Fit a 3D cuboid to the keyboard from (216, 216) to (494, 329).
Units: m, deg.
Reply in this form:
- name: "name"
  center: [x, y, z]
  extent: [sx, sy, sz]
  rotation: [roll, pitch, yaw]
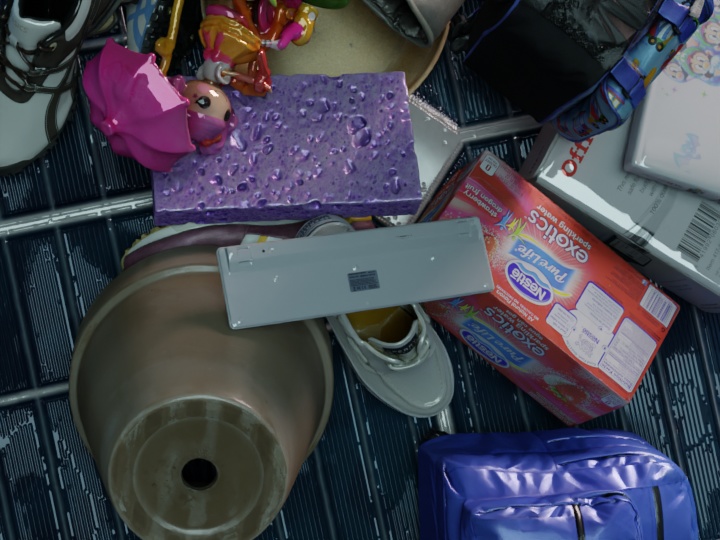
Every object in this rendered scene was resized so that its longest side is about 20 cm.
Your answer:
- name: "keyboard"
  center: [0.000, 0.000, 0.899]
  extent: [0.199, 0.011, 0.057]
  rotation: [-8, 85, -21]

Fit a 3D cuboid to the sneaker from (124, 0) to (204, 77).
- name: "sneaker"
  center: [-0.158, -0.244, 0.998]
  extent: [0.072, 0.072, 0.202]
  rotation: [8, 93, 24]

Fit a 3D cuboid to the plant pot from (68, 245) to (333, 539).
- name: "plant pot"
  center: [-0.110, 0.103, 0.902]
  extent: [0.198, 0.174, 0.201]
  rotation: [-2, 109, -6]

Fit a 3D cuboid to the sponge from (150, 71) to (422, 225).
- name: "sponge"
  center: [-0.059, -0.092, 0.966]
  extent: [0.198, 0.030, 0.112]
  rotation: [-3, 68, -9]

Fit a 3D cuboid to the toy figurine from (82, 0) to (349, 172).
- name: "toy figurine"
  center: [-0.114, -0.155, 0.910]
  extent: [0.200, 0.150, 0.185]
  rotation: [29, 82, -49]

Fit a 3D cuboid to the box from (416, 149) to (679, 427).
- name: "box"
  center: [0.130, 0.017, 0.998]
  extent: [0.200, 0.095, 0.100]
  rotation: [38, 63, -6]

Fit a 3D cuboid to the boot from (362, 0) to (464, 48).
- name: "boot"
  center: [0.101, -0.249, 1.001]
  extent: [0.181, 0.073, 0.200]
  rotation: [35, 62, -2]

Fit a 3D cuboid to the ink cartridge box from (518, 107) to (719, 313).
- name: "ink cartridge box"
  center: [0.243, -0.079, 1.035]
  extent: [0.199, 0.086, 0.147]
  rotation: [30, 82, -5]

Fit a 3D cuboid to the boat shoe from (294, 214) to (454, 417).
- name: "boat shoe"
  center: [0.021, 0.046, 0.969]
  extent: [0.071, 0.070, 0.201]
  rotation: [-35, 121, -7]

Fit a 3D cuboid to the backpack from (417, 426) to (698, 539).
- name: "backpack"
  center: [0.155, 0.210, 0.972]
  extent: [0.198, 0.168, 0.164]
  rotation: [-3, 100, -10]

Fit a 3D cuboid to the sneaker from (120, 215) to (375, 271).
- name: "sneaker"
  center: [-0.080, -0.001, 0.989]
  extent: [0.199, 0.075, 0.091]
  rotation: [-12, 86, -8]

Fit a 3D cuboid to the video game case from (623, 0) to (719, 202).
- name: "video game case"
  center: [0.307, -0.145, 0.999]
  extent: [0.181, 0.024, 0.201]
  rotation: [17, 78, -9]

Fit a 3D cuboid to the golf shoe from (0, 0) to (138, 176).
- name: "golf shoe"
  center: [-0.241, -0.162, 0.943]
  extent: [0.078, 0.094, 0.201]
  rotation: [33, 101, 13]

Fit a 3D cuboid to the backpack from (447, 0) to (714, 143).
- name: "backpack"
  center: [0.176, -0.209, 0.909]
  extent: [0.134, 0.183, 0.200]
  rotation: [39, 82, -4]

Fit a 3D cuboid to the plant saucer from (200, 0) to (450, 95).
- name: "plant saucer"
  center: [-0.028, -0.214, 1.025]
  extent: [0.199, 0.035, 0.202]
  rotation: [0, 88, -9]
